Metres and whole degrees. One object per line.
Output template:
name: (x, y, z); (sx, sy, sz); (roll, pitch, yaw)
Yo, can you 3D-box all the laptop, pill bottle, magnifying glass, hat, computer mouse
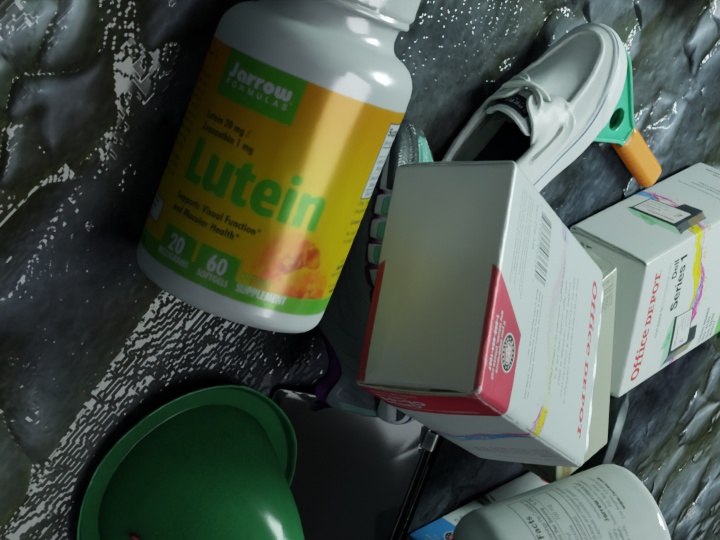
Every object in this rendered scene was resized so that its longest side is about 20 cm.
laptop: (-0.014, 0.167, 0.957); (0.200, 0.116, 0.188); (-39, 151, -73)
pill bottle: (0.132, 0.233, 0.960); (0.200, 0.114, 0.115); (-15, 128, -21)
pill bottle: (-0.039, -0.077, 0.667); (0.111, 0.111, 0.200); (7, 109, -51)
magnifying glass: (0.209, -0.121, 1.007); (0.080, 0.022, 0.200); (-57, 145, -4)
hat: (-0.058, 0.194, 0.766); (0.166, 0.176, 0.200); (-43, 138, -12)
computer mouse: (0.213, 0.143, 1.145); (0.200, 0.053, 0.139); (-26, 135, -76)

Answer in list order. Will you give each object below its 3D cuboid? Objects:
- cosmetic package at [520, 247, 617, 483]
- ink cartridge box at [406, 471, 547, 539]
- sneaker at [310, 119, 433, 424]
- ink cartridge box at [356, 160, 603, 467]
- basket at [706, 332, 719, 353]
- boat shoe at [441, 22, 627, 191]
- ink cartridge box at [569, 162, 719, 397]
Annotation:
cosmetic package: (0.144, 0.067, 0.994); (0.071, 0.105, 0.200); (-33, 135, -28)
ink cartridge box: (0.152, 0.272, 1.110); (0.200, 0.146, 0.084); (-18, 127, -43)
sneaker: (0.000, 0.000, 0.813); (0.074, 0.087, 0.200); (6, 86, -63)
ink cartridge box: (0.086, 0.035, 0.793); (0.200, 0.085, 0.148); (40, 55, -57)
basket: (0.450, 0.051, 1.258); (0.139, 0.200, 0.177); (11, 106, -52)
boat shoe: (0.117, -0.101, 0.868); (0.200, 0.074, 0.065); (-55, 148, -7)
ink cartridge box: (0.271, 0.006, 1.115); (0.200, 0.084, 0.145); (-25, 132, -37)
